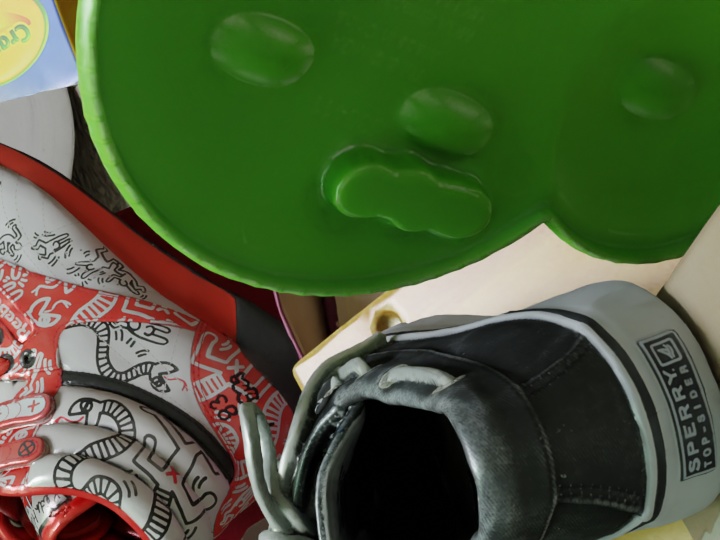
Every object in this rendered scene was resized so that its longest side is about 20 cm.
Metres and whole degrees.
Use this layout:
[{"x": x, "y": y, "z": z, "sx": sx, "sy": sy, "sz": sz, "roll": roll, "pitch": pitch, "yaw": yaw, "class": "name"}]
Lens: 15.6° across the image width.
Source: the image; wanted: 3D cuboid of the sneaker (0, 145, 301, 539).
[{"x": -0.120, "y": 0.030, "z": 0.944, "sx": 0.201, "sy": 0.108, "sz": 0.067, "roll": 30, "pitch": 149, "yaw": 15, "class": "sneaker"}]

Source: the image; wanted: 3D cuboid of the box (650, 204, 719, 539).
[{"x": 0.125, "y": -0.001, "z": 0.500, "sx": 0.078, "sy": 0.095, "sz": 0.200, "roll": 61, "pitch": 159, "yaw": 17, "class": "box"}]

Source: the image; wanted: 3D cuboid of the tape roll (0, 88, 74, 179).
[{"x": -0.240, "y": -0.036, "z": 1.265, "sx": 0.203, "sy": 0.202, "sz": 0.139, "roll": 59, "pitch": 159, "yaw": 18, "class": "tape roll"}]

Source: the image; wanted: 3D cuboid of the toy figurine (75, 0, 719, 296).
[{"x": -0.006, "y": -0.098, "z": 0.635, "sx": 0.150, "sy": 0.200, "sz": 0.184, "roll": -59, "pitch": 38, "yaw": 17, "class": "toy figurine"}]

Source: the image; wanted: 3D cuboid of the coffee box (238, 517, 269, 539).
[{"x": 0.026, "y": 0.155, "z": 0.853, "sx": 0.115, "sy": 0.080, "sz": 0.200, "roll": 62, "pitch": -176, "yaw": 28, "class": "coffee box"}]

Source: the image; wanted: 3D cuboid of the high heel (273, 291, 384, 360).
[{"x": 0.000, "y": 0.000, "z": 0.850, "sx": 0.096, "sy": 0.067, "sz": 0.200, "roll": -103, "pitch": -9, "yaw": -48, "class": "high heel"}]

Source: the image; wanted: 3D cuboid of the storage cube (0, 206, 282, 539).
[{"x": -0.090, "y": 0.096, "z": 1.055, "sx": 0.200, "sy": 0.179, "sz": 0.171, "roll": 57, "pitch": 159, "yaw": 27, "class": "storage cube"}]

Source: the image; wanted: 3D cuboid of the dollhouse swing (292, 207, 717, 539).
[{"x": 0.107, "y": 0.081, "z": 0.737, "sx": 0.182, "sy": 0.176, "sz": 0.200, "roll": -39, "pitch": 71, "yaw": 28, "class": "dollhouse swing"}]

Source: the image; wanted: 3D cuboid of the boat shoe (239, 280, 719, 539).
[{"x": 0.009, "y": 0.051, "z": 0.605, "sx": 0.199, "sy": 0.068, "sz": 0.074, "roll": -15, "pitch": 93, "yaw": 67, "class": "boat shoe"}]

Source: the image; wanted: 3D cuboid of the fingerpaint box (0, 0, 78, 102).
[{"x": -0.182, "y": -0.130, "z": 0.894, "sx": 0.200, "sy": 0.073, "sz": 0.167, "roll": -12, "pitch": 106, "yaw": 30, "class": "fingerpaint box"}]
